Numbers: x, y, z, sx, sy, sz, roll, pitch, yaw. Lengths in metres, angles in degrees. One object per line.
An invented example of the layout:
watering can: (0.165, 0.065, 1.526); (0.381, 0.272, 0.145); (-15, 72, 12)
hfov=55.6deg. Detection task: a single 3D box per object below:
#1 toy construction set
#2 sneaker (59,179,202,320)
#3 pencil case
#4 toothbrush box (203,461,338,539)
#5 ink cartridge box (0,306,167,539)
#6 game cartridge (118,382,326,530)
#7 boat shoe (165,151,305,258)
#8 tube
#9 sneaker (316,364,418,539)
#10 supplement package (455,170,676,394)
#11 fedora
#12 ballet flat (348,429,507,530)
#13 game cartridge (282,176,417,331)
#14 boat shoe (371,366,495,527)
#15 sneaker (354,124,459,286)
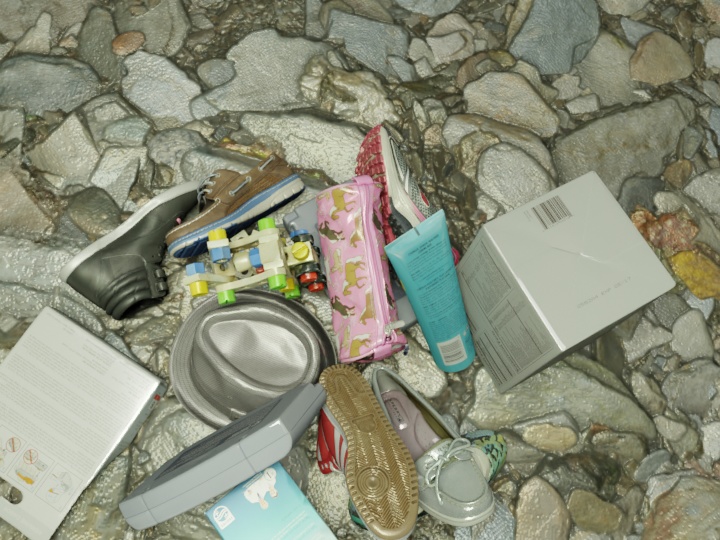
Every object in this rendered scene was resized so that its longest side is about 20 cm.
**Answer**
toy construction set: (-0.110, -0.006, 0.757); (0.130, 0.200, 0.093); (-14, 93, 1)
sneaker: (-0.244, -0.020, 0.815); (0.099, 0.071, 0.200); (47, 67, 0)
pencil case: (0.000, 0.000, 0.756); (0.086, 0.083, 0.202); (-14, 78, 21)
toothbrush box: (-0.057, 0.293, 0.669); (0.085, 0.147, 0.200); (-37, 78, -19)
ink cartridge box: (-0.334, 0.165, 0.746); (0.162, 0.050, 0.201); (32, 77, 5)
game cartridge: (-0.133, 0.181, 0.667); (0.199, 0.133, 0.041); (-31, 88, 18)
boat shoe: (-0.160, -0.082, 0.826); (0.200, 0.072, 0.073); (-35, 91, -39)
tube: (0.085, 0.031, 0.765); (0.077, 0.201, 0.050); (-37, 40, -19)
sneaker: (0.003, 0.207, 0.710); (0.071, 0.113, 0.201); (-9, 43, -16)
supplement package: (0.209, 0.022, 0.777); (0.151, 0.200, 0.151); (-25, 73, -16)
fedora: (-0.121, 0.094, 0.767); (0.199, 0.090, 0.178); (27, 68, 4)
ballet flat: (0.084, 0.236, 0.748); (0.199, 0.074, 0.075); (-23, 73, -13)
game cartridge: (0.009, -0.015, 0.848); (0.133, 0.041, 0.201); (-30, 75, -13)
boat shoe: (0.067, 0.181, 0.720); (0.074, 0.065, 0.202); (-22, 38, -15)
sneaker: (0.050, -0.079, 0.817); (0.074, 0.081, 0.201); (-13, 78, -27)
